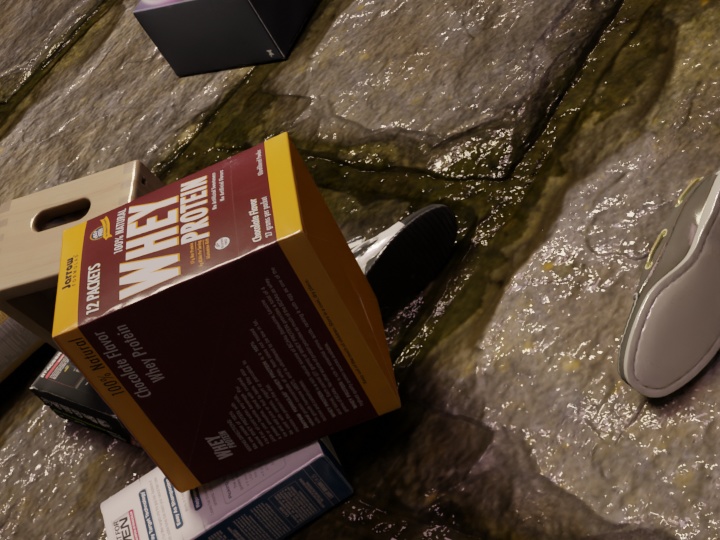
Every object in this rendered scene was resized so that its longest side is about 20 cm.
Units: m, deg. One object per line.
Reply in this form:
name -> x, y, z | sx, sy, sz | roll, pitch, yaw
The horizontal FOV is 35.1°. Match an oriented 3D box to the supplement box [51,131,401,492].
supplement box -> -0.102, 0.037, 0.899 | 0.199, 0.198, 0.133 | -23, 39, 8

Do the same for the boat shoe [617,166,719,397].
boat shoe -> 0.252, 0.007, 0.878 | 0.203, 0.072, 0.060 | -59, 15, -12

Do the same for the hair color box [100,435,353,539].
hair color box -> -0.114, 0.191, 0.953 | 0.199, 0.061, 0.100 | -33, 38, 1

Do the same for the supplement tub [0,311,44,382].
supplement tub -> -0.424, 0.052, 1.254 | 0.200, 0.146, 0.145 | -43, 39, -10

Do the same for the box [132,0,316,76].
box -> -0.166, -0.382, 1.536 | 0.199, 0.123, 0.199 | -2, 50, 35

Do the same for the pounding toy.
pounding toy -> -0.202, -0.014, 1.054 | 0.198, 0.184, 0.143 | -14, 55, 22

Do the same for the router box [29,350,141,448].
router box -> -0.217, 0.072, 1.150 | 0.149, 0.062, 0.201 | 11, 57, 41

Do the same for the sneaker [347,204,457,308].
sneaker -> 0.000, 0.000, 1.059 | 0.200, 0.074, 0.088 | -41, 41, -9
